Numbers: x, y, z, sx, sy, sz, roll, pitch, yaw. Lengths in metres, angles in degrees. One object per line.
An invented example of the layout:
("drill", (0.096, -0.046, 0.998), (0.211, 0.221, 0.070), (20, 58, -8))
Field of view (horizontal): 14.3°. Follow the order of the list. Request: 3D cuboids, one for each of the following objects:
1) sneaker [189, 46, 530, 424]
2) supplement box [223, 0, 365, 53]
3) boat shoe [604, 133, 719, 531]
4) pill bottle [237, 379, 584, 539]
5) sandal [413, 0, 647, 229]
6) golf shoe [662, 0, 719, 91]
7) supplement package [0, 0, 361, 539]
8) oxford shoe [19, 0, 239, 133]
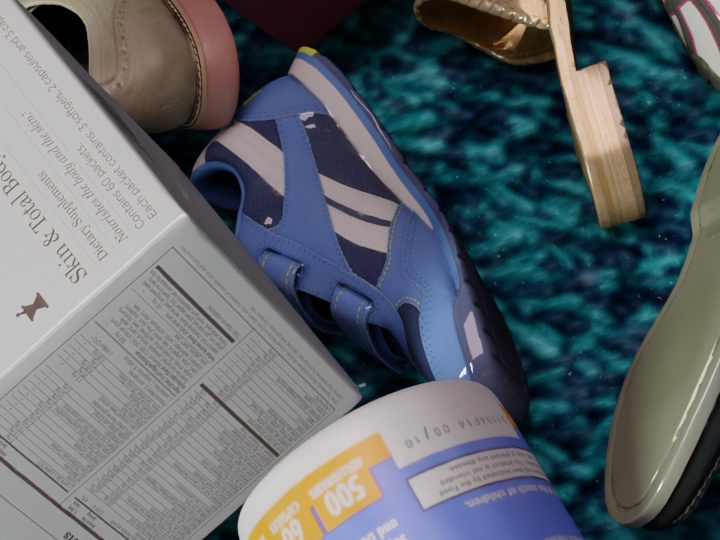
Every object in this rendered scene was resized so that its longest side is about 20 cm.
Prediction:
("sneaker", (0.000, 0.000, 1.152), (0.082, 0.074, 0.200), (-33, 52, -2))
("supplement box", (-0.039, -0.206, 1.229), (0.110, 0.086, 0.200), (-38, 48, 17))
("boat shoe", (0.153, 0.021, 1.104), (0.066, 0.074, 0.200), (31, 58, -18))
("pill bottle", (0.047, 0.149, 1.026), (0.112, 0.112, 0.200), (-30, 68, -2))
("sandal", (0.058, -0.109, 1.191), (0.069, 0.078, 0.212), (-16, 65, 3))
("golf shoe", (0.148, -0.135, 1.176), (0.077, 0.088, 0.200), (-43, 62, -12))
("supplement package", (-0.140, 0.035, 1.068), (0.200, 0.151, 0.152), (-41, 52, 1))
("oxford shoe", (-0.125, -0.117, 1.216), (0.074, 0.071, 0.200), (-12, 30, -28))
